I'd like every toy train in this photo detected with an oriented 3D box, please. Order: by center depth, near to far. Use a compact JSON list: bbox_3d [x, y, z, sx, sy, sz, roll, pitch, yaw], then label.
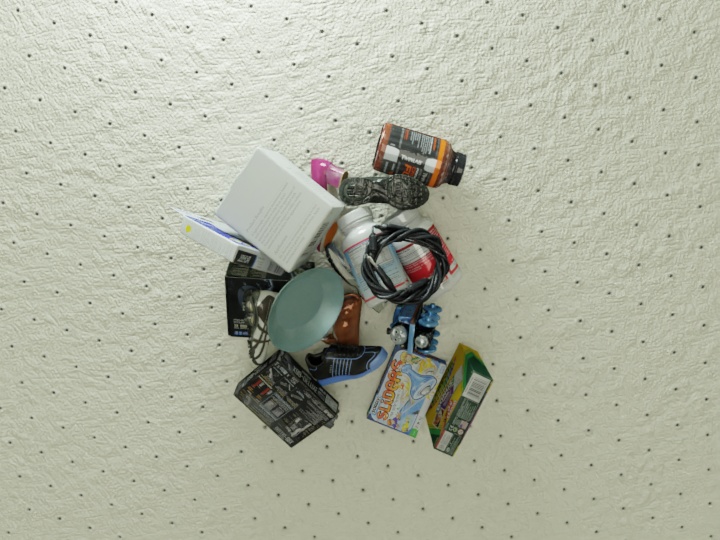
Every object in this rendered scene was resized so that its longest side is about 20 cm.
[{"bbox_3d":[0.122,0.127,1.412,0.111,0.200,0.089,5,104,11],"label":"toy train"}]

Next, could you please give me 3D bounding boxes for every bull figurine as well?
[{"bbox_3d":[-0.047,0.142,1.476,0.118,0.065,0.205,6,110,2],"label":"bull figurine"}]

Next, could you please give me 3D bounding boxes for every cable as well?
[{"bbox_3d":[0.099,-0.010,1.309,0.195,0.051,0.167,12,73,-18],"label":"cable"}]

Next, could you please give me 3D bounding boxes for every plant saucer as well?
[{"bbox_3d":[-0.123,0.077,1.341,0.198,0.038,0.205,-25,132,-31],"label":"plant saucer"}]

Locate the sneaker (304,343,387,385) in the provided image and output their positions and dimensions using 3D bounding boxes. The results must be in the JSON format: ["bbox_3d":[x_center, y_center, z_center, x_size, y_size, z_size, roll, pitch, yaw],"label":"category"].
[{"bbox_3d":[-0.036,0.201,1.425,0.196,0.071,0.079,-22,115,22],"label":"sneaker"}]

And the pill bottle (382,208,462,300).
[{"bbox_3d":[0.136,-0.045,1.413,0.111,0.112,0.202,-31,100,8],"label":"pill bottle"}]

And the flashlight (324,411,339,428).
[{"bbox_3d":[-0.146,0.315,1.519,0.197,0.068,0.069,27,113,-3],"label":"flashlight"}]

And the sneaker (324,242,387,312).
[{"bbox_3d":[0.000,0.000,1.456,0.086,0.078,0.200,-45,104,-5],"label":"sneaker"}]

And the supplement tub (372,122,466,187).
[{"bbox_3d":[0.130,-0.246,1.372,0.195,0.107,0.109,15,102,-2],"label":"supplement tub"}]

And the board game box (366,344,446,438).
[{"bbox_3d":[0.111,0.290,1.526,0.133,0.035,0.204,21,102,-4],"label":"board game box"}]

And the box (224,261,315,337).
[{"bbox_3d":[-0.202,0.065,1.430,0.194,0.087,0.167,4,122,-2],"label":"box"}]

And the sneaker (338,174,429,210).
[{"bbox_3d":[0.054,-0.178,1.371,0.195,0.091,0.078,7,104,6],"label":"sneaker"}]

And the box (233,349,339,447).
[{"bbox_3d":[-0.170,0.298,1.453,0.157,0.050,0.200,-38,107,22],"label":"box"}]

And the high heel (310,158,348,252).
[{"bbox_3d":[-0.093,-0.149,1.430,0.094,0.067,0.204,24,117,24],"label":"high heel"}]

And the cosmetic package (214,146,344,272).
[{"bbox_3d":[-0.164,-0.129,1.319,0.199,0.165,0.166,38,100,2],"label":"cosmetic package"}]

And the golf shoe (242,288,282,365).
[{"bbox_3d":[-0.205,0.129,1.373,0.092,0.079,0.203,-5,131,-9],"label":"golf shoe"}]

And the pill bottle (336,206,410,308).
[{"bbox_3d":[0.024,-0.031,1.373,0.107,0.109,0.204,-25,85,6],"label":"pill bottle"}]

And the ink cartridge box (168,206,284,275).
[{"bbox_3d":[-0.279,-0.059,1.312,0.197,0.197,0.048,26,93,24],"label":"ink cartridge box"}]

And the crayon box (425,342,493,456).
[{"bbox_3d":[0.222,0.295,1.455,0.057,0.173,0.204,23,102,-8],"label":"crayon box"}]
